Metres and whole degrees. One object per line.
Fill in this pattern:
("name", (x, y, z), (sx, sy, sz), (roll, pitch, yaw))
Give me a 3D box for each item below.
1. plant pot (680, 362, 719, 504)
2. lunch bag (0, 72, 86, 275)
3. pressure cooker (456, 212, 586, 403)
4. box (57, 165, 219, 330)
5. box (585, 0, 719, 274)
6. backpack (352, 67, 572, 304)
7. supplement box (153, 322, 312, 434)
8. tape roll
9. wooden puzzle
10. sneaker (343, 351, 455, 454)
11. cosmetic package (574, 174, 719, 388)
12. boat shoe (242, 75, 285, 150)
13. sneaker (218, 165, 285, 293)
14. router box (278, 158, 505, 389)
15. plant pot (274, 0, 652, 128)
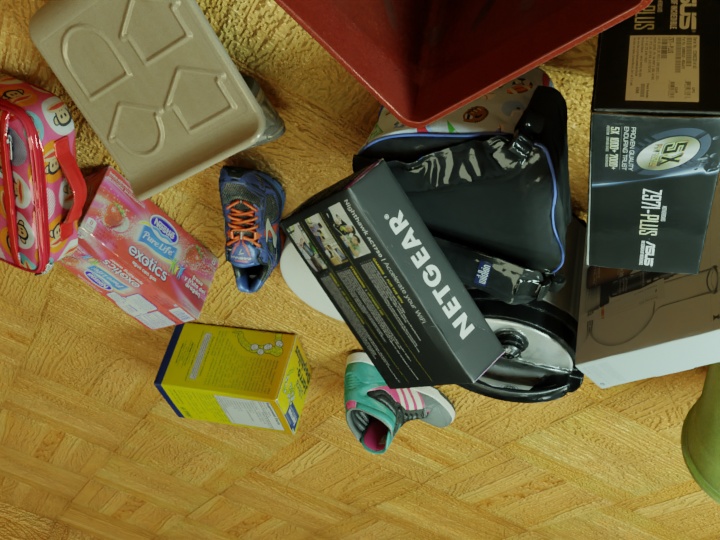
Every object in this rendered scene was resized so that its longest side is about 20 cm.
("plant pot", (0.456, 0.139, 0.980), (0.196, 0.202, 0.186), (1, 134, 21))
("lunch bag", (-0.371, -0.103, 0.970), (0.173, 0.082, 0.203), (22, 124, 21))
("pressure cooker", (0.150, 0.039, 0.926), (0.173, 0.203, 0.178), (-14, 138, 36))
("box", (-0.287, -0.022, 1.115), (0.101, 0.096, 0.200), (-14, 136, 37))
("box", (0.216, -0.128, 0.653), (0.084, 0.203, 0.165), (5, 146, 16))
("backpack", (0.094, -0.091, 0.805), (0.186, 0.156, 0.202), (3, 135, 20))
("supplement box", (-0.185, 0.159, 1.324), (0.196, 0.111, 0.110), (5, 146, 16))
("tape roll", (0.000, 0.000, 1.082), (0.198, 0.038, 0.204), (11, 146, 7))
("wooden puzzle", (-0.196, -0.187, 0.834), (0.183, 0.046, 0.202), (-19, 108, 32))
("sneaker", (0.052, 0.214, 1.295), (0.198, 0.123, 0.083), (30, 144, -22))
("cosmetic package", (0.275, -0.006, 0.808), (0.149, 0.203, 0.051), (-21, 134, 41))
("boat shoe", (-0.168, -0.135, 0.924), (0.199, 0.075, 0.065), (-19, 130, 32))
("sneaker", (-0.126, -0.045, 1.030), (0.074, 0.080, 0.202), (7, 146, 11))
("router box", (0.024, 0.013, 0.810), (0.202, 0.051, 0.148), (56, 152, -10))
("plant pot", (0.056, -0.250, 0.565), (0.198, 0.179, 0.199), (-21, 132, 43))
